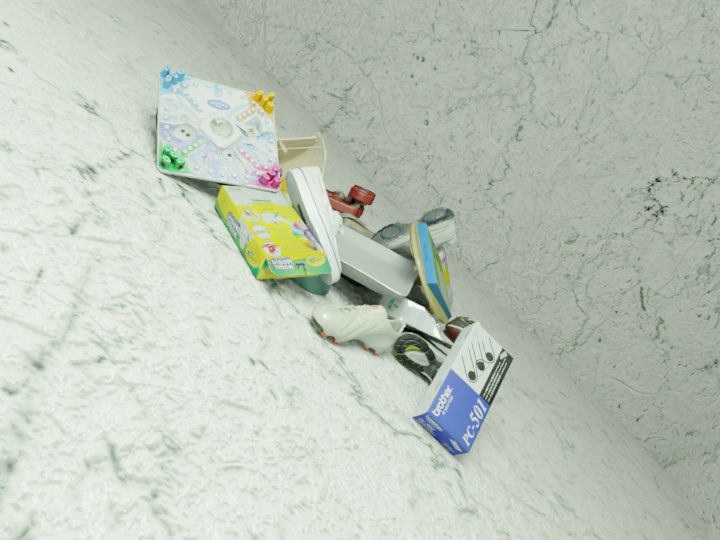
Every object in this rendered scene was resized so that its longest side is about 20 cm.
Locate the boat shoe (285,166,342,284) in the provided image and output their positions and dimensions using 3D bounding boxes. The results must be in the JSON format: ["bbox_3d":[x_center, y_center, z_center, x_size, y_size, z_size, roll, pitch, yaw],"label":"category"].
[{"bbox_3d":[-0.061,-0.079,0.935,0.073,0.065,0.202,-16,-88,64],"label":"boat shoe"}]

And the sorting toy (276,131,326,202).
[{"bbox_3d":[-0.154,-0.182,1.162,0.199,0.107,0.181,-11,65,-32],"label":"sorting toy"}]

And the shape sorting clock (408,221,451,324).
[{"bbox_3d":[0.131,0.004,1.070,0.200,0.039,0.202,-15,90,-76],"label":"shape sorting clock"}]

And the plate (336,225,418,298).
[{"bbox_3d":[0.011,-0.016,1.055,0.198,0.033,0.200,28,20,7],"label":"plate"}]

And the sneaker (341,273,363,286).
[{"bbox_3d":[0.000,0.000,1.216,0.082,0.071,0.199,17,-4,44],"label":"sneaker"}]

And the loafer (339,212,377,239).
[{"bbox_3d":[0.021,-0.052,1.254,0.199,0.072,0.063,30,35,-27],"label":"loafer"}]

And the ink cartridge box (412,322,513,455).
[{"bbox_3d":[0.172,0.188,0.921,0.094,0.044,0.200,43,53,-6],"label":"ink cartridge box"}]

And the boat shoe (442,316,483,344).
[{"bbox_3d":[0.204,0.110,1.097,0.067,0.057,0.200,42,-7,3],"label":"boat shoe"}]

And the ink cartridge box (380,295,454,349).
[{"bbox_3d":[0.136,0.107,1.083,0.199,0.050,0.161,23,-6,10],"label":"ink cartridge box"}]

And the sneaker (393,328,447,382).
[{"bbox_3d":[0.140,0.172,1.070,0.200,0.074,0.081,43,10,-16],"label":"sneaker"}]

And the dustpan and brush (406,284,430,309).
[{"bbox_3d":[0.064,0.023,1.161,0.199,0.058,0.139,21,-7,-21],"label":"dustpan and brush"}]

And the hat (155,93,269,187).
[{"bbox_3d":[-0.259,-0.212,0.968,0.199,0.081,0.202,16,57,-25],"label":"hat"}]

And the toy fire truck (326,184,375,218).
[{"bbox_3d":[-0.058,-0.181,1.481,0.167,0.113,0.200,25,12,-2],"label":"toy fire truck"}]

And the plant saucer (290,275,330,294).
[{"bbox_3d":[-0.118,-0.042,1.007,0.200,0.036,0.200,42,13,-12],"label":"plant saucer"}]

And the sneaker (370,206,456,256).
[{"bbox_3d":[0.109,-0.060,1.181,0.075,0.198,0.088,-83,153,-54],"label":"sneaker"}]

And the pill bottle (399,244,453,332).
[{"bbox_3d":[0.152,0.041,1.273,0.104,0.103,0.202,-109,-175,-63],"label":"pill bottle"}]

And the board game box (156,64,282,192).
[{"bbox_3d":[-0.228,-0.235,0.930,0.198,0.026,0.202,6,61,-29],"label":"board game box"}]

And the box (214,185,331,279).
[{"bbox_3d":[-0.136,-0.054,0.885,0.117,0.049,0.200,-2,42,-41],"label":"box"}]

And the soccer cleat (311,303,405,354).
[{"bbox_3d":[-0.002,0.080,0.901,0.200,0.078,0.069,28,21,-51],"label":"soccer cleat"}]
